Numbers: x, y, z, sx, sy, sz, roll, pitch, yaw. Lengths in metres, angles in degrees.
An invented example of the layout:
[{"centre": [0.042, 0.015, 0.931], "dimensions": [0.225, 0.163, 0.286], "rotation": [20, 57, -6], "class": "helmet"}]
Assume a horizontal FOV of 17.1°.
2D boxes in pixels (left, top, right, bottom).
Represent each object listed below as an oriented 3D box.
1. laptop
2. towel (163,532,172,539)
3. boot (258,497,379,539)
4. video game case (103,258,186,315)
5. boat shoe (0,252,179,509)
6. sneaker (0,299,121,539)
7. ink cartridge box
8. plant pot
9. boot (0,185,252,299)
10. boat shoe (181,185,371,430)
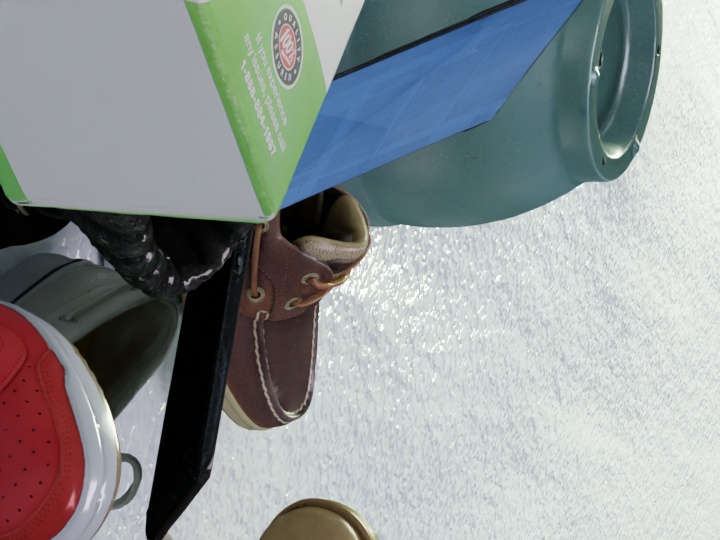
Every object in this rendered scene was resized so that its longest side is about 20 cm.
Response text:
[{"centre": [0.000, 0.000, 0.870], "dimensions": [0.187, 0.115, 0.202], "rotation": [125, -25, -74], "class": "laptop"}, {"centre": [-0.100, 0.208, 0.909], "dimensions": [0.200, 0.034, 0.133], "rotation": [-59, 148, -45], "class": "towel"}, {"centre": [-0.061, 0.161, 0.860], "dimensions": [0.200, 0.066, 0.177], "rotation": [25, 75, -65], "class": "boot"}, {"centre": [-0.063, -0.094, 1.046], "dimensions": [0.182, 0.022, 0.201], "rotation": [-42, 137, -56], "class": "video game case"}, {"centre": [-0.123, 0.064, 0.883], "dimensions": [0.202, 0.085, 0.075], "rotation": [-49, 142, -52], "class": "boat shoe"}, {"centre": [-0.155, 0.004, 0.677], "dimensions": [0.071, 0.200, 0.112], "rotation": [-49, 148, 1], "class": "sneaker"}, {"centre": [-0.046, -0.136, 0.636], "dimensions": [0.146, 0.083, 0.201], "rotation": [71, 30, -45], "class": "ink cartridge box"}, {"centre": [0.076, -0.113, 1.222], "dimensions": [0.200, 0.133, 0.202], "rotation": [10, 90, -67], "class": "plant pot"}, {"centre": [-0.096, -0.041, 0.793], "dimensions": [0.080, 0.157, 0.211], "rotation": [-58, 158, -14], "class": "boot"}, {"centre": [-0.032, -0.012, 1.032], "dimensions": [0.072, 0.071, 0.201], "rotation": [-49, 142, -51], "class": "boat shoe"}]
